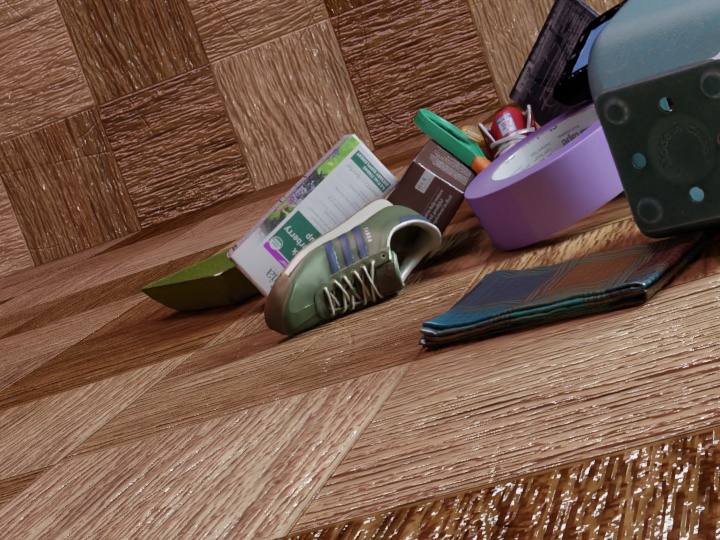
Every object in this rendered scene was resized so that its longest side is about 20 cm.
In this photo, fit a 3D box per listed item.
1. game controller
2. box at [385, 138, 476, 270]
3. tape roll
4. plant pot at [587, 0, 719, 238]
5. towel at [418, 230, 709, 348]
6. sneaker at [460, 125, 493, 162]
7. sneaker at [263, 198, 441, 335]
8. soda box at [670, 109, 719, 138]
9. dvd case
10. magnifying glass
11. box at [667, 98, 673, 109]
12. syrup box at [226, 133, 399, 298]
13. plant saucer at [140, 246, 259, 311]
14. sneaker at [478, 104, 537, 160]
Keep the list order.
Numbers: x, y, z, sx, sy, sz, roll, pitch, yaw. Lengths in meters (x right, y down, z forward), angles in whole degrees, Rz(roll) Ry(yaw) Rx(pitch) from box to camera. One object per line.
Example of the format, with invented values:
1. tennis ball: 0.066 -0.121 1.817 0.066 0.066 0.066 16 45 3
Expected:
1. game controller: 0.267 -0.244 1.558 0.104 0.042 0.200 -19 24 32
2. box: 0.072 -0.077 1.600 0.101 0.075 0.200 -57 -2 15
3. tape roll: 0.204 -0.103 1.461 0.199 0.066 0.200 -32 11 7
4. plant pot: 0.286 -0.127 1.145 0.195 0.198 0.200 -12 15 38
5. towel: 0.158 0.012 1.131 0.199 0.022 0.146 -14 11 35
6. sneaker: 0.176 -0.131 1.840 0.199 0.088 0.075 2 25 -48
7. sneaker: 0.000 0.000 1.421 0.089 0.068 0.200 18 46 38
8. soda box: 0.349 -0.132 1.468 0.070 0.064 0.200 -23 9 -21
9. dvd case: 0.260 -0.218 1.687 0.016 0.150 0.200 6 31 -36
10. magnifying glass: 0.125 -0.131 1.656 0.079 0.022 0.200 21 17 -39
11. box: 0.402 -0.244 1.712 0.199 0.166 0.165 -25 9 -35
12. syrup box: -0.056 -0.059 1.657 0.200 0.079 0.081 -45 9 -3
13. plant saucer: -0.151 0.001 1.852 0.199 0.048 0.199 -26 9 -36
14. sneaker: 0.187 -0.130 1.667 0.071 0.113 0.200 -19 9 -1
